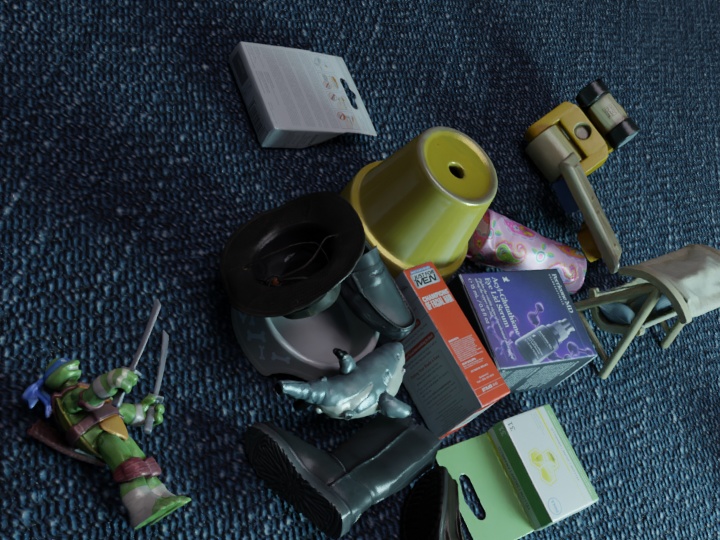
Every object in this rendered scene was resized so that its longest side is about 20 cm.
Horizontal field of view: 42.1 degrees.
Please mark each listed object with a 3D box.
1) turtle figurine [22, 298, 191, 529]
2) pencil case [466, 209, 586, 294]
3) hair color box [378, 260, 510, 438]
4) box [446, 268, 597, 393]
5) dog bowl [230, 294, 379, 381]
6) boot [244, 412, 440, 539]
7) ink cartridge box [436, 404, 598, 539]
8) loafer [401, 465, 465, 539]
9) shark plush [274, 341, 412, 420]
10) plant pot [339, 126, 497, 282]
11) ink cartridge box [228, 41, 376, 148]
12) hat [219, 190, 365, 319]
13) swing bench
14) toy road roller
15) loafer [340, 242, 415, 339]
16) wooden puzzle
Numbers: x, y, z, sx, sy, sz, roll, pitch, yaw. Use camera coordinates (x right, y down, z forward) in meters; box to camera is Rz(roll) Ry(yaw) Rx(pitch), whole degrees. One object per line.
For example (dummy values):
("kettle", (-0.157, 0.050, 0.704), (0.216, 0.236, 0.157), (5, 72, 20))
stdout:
("turtle figurine", (-0.222, 0.149, 0.957), (0.199, 0.144, 0.195), (-23, 78, -38))
("pencil case", (0.251, -0.026, 1.445), (0.198, 0.088, 0.088), (20, 50, -20))
("hair color box", (0.096, 0.104, 1.225), (0.063, 0.111, 0.201), (-18, 71, -41))
("box", (0.210, 0.088, 1.319), (0.198, 0.104, 0.150), (-4, 61, -35))
("dog bowl", (-0.062, 0.057, 1.188), (0.198, 0.059, 0.202), (18, 50, -23))
("boot", (-0.018, 0.207, 1.104), (0.165, 0.066, 0.199), (42, 40, 18))
("ink cartridge box", (0.207, 0.270, 1.229), (0.198, 0.048, 0.147), (-9, 66, -41))
("loafer", (0.094, 0.331, 1.101), (0.071, 0.073, 0.202), (29, 49, -29))
("shark plush", (-0.026, 0.130, 1.111), (0.198, 0.090, 0.085), (2, 93, -32))
("plant pot", (0.086, -0.091, 1.302), (0.198, 0.189, 0.203), (17, 52, -23))
("ink cartridge box", (-0.086, -0.260, 1.410), (0.198, 0.047, 0.162), (-2, 60, -41))
("hat", (-0.070, 0.000, 1.114), (0.202, 0.198, 0.081), (-74, 148, -41))
("swing bench", (0.460, 0.046, 1.449), (0.197, 0.200, 0.131), (-13, 67, -40))
("toy road roller", (0.390, -0.231, 1.676), (0.199, 0.146, 0.124), (-35, 79, -6))
("loafer", (0.000, 0.000, 1.180), (0.201, 0.070, 0.068), (49, 46, 5))
("wooden puzzle", (0.360, -0.092, 1.500), (0.187, 0.046, 0.200), (64, 18, -3))
